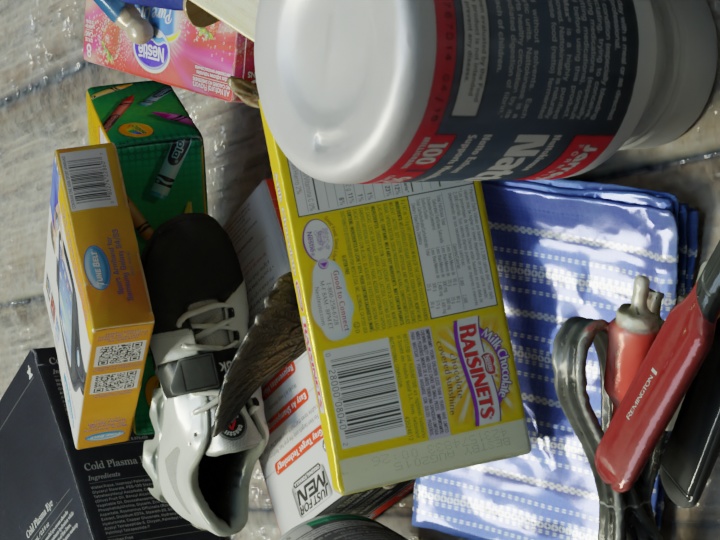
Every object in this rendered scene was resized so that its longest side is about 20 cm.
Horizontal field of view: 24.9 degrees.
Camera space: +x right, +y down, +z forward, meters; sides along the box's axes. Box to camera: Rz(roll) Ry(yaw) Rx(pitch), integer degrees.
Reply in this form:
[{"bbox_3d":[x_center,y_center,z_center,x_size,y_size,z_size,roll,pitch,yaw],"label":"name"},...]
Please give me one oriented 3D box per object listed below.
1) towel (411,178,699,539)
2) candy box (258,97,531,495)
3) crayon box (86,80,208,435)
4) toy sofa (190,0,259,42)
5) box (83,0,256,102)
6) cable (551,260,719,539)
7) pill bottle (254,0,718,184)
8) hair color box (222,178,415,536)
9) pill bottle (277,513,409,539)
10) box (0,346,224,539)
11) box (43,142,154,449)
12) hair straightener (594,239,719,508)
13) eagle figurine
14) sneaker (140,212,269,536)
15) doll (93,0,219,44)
[{"bbox_3d":[0.093,0.052,0.830,0.144,0.024,0.201,11,102,32],"label":"towel"},{"bbox_3d":[0.017,0.003,0.813,0.026,0.102,0.201,172,88,-75],"label":"candy box"},{"bbox_3d":[-0.136,-0.010,1.062,0.119,0.058,0.201,-126,32,-61],"label":"crayon box"},{"bbox_3d":[-0.012,-0.166,0.838,0.083,0.200,0.098,35,107,20],"label":"toy sofa"},{"bbox_3d":[-0.088,-0.165,1.039,0.200,0.099,0.096,21,109,51],"label":"box"},{"bbox_3d":[0.130,0.093,0.756,0.050,0.097,0.201,13,103,52],"label":"cable"},{"bbox_3d":[0.064,-0.100,0.746,0.119,0.200,0.120,7,98,54],"label":"pill bottle"},{"bbox_3d":[-0.030,0.053,1.007,0.102,0.061,0.201,-43,58,48],"label":"hair color box"},{"bbox_3d":[0.017,0.204,0.872,0.200,0.113,0.114,-169,78,-69],"label":"pill bottle"},{"bbox_3d":[-0.208,0.181,1.228,0.200,0.104,0.182,-50,55,43],"label":"box"},{"bbox_3d":[-0.164,0.025,0.998,0.200,0.041,0.119,116,142,-58],"label":"box"},{"bbox_3d":[0.176,0.014,0.711,0.201,0.077,0.041,-68,21,10],"label":"hair straightener"},{"bbox_3d":[-0.002,0.004,0.897,0.151,0.151,0.201,92,178,-60],"label":"eagle figurine"},{"bbox_3d":[-0.086,0.066,0.977,0.088,0.074,0.201,31,129,52],"label":"sneaker"},{"bbox_3d":[-0.151,-0.191,0.967,0.200,0.048,0.137,26,152,43],"label":"doll"}]
